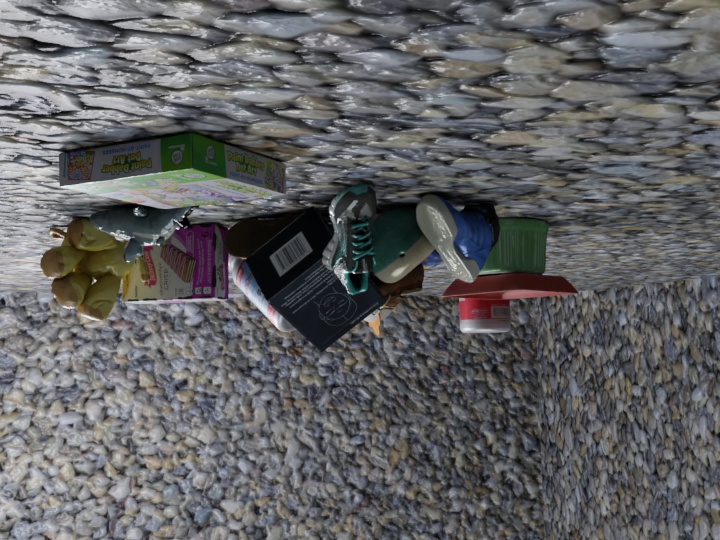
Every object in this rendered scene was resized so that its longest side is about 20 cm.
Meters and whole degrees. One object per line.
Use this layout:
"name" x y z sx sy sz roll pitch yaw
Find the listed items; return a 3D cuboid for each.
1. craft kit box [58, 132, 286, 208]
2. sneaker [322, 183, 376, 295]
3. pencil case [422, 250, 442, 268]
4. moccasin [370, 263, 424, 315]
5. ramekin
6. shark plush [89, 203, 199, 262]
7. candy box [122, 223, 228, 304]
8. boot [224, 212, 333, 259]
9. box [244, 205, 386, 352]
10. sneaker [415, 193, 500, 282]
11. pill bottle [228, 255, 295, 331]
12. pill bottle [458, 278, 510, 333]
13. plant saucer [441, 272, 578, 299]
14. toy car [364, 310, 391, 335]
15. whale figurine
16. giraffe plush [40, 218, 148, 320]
"craft kit box" -0.220 -0.115 1.082 0.194 0.050 0.199 -7 173 26
"sneaker" -0.002 -0.042 1.324 0.076 0.092 0.202 -18 147 -19
"pencil case" 0.140 -0.050 1.686 0.085 0.080 0.200 -14 176 -7
"moccasin" 0.048 0.041 1.664 0.073 0.079 0.200 -1 -167 36
"ramekin" 0.269 -0.038 1.750 0.196 0.100 0.200 -2 175 0
"shark plush" -0.333 -0.074 1.404 0.197 0.092 0.083 1 147 39
"candy box" -0.345 -0.010 1.676 0.196 0.139 0.061 -4 173 19
"boot" -0.129 -0.051 1.621 0.197 0.074 0.154 -9 169 28
"box" -0.072 0.018 1.508 0.148 0.108 0.200 -37 140 3
"sneaker" 0.163 -0.081 1.448 0.076 0.112 0.201 18 155 43
"pill bottle" -0.171 0.014 1.684 0.200 0.110 0.108 42 -161 29
"pill bottle" 0.267 0.032 1.948 0.110 0.205 0.112 -1 174 0
"plant saucer" 0.291 0.031 1.758 0.197 0.038 0.198 -7 172 44
"toy car" 0.021 0.040 1.973 0.181 0.205 0.177 1 175 -17
"whale figurine" 0.062 -0.059 1.542 0.158 0.104 0.200 -40 -170 12
"giraffe plush" -0.494 -0.021 1.614 0.160 0.175 0.199 8 -144 45
